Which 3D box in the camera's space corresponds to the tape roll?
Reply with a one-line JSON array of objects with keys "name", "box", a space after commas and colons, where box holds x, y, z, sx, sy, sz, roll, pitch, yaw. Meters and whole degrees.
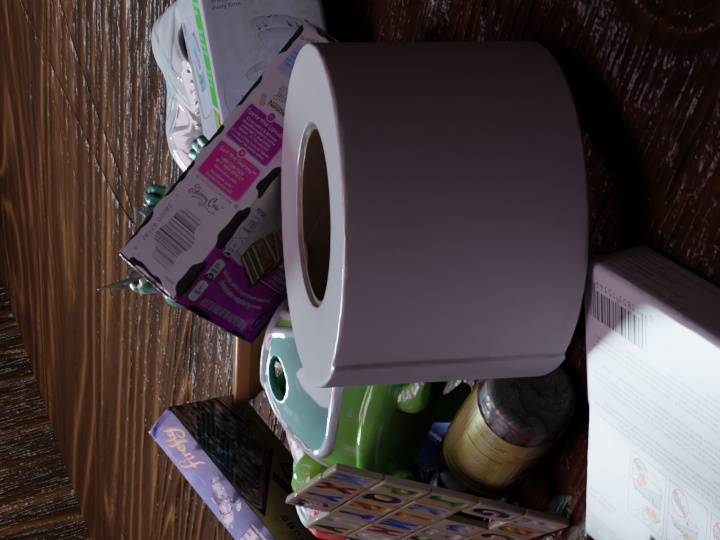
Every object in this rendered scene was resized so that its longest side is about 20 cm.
[{"name": "tape roll", "box": [0.037, -0.034, 0.896, 0.203, 0.139, 0.203, 177, 90, -77]}]

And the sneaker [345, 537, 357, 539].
[{"name": "sneaker", "box": [0.016, 0.270, 1.182, 0.078, 0.086, 0.200, 41, 163, -11]}]

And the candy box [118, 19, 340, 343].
[{"name": "candy box", "box": [-0.057, -0.055, 1.045, 0.061, 0.200, 0.136, 38, 180, 23]}]

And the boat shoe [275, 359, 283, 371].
[{"name": "boat shoe", "box": [-0.047, 0.079, 1.364, 0.072, 0.066, 0.201, -177, 75, -72]}]

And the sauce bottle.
[{"name": "sauce bottle", "box": [0.088, 0.119, 1.034, 0.200, 0.065, 0.065, 113, 138, -62]}]

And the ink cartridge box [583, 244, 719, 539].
[{"name": "ink cartridge box", "box": [0.184, 0.102, 0.788, 0.200, 0.045, 0.177, -139, 41, -59]}]

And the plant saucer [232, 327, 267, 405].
[{"name": "plant saucer", "box": [-0.101, 0.028, 1.447, 0.200, 0.037, 0.201, -178, 90, -85]}]

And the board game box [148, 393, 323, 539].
[{"name": "board game box", "box": [-0.093, 0.204, 1.416, 0.035, 0.135, 0.200, -47, 73, 18]}]

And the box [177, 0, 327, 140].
[{"name": "box", "box": [-0.085, -0.190, 1.203, 0.200, 0.096, 0.177, -132, 31, -73]}]

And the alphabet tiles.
[{"name": "alphabet tiles", "box": [0.033, 0.177, 1.088, 0.200, 0.167, 0.008, 133, 149, -65]}]

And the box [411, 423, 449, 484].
[{"name": "box", "box": [0.049, 0.197, 1.243, 0.121, 0.032, 0.201, -148, 48, -63]}]

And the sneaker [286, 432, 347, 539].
[{"name": "sneaker", "box": [-0.009, 0.183, 1.249, 0.201, 0.067, 0.108, -134, 35, -61]}]

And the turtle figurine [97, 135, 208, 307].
[{"name": "turtle figurine", "box": [-0.163, -0.026, 1.395, 0.150, 0.101, 0.200, -60, 7, 41]}]

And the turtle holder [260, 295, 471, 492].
[{"name": "turtle holder", "box": [0.002, 0.082, 1.093, 0.131, 0.141, 0.186, 20, 149, 18]}]

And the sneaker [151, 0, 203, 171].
[{"name": "sneaker", "box": [-0.158, -0.173, 1.489, 0.080, 0.070, 0.201, -33, 72, 66]}]
